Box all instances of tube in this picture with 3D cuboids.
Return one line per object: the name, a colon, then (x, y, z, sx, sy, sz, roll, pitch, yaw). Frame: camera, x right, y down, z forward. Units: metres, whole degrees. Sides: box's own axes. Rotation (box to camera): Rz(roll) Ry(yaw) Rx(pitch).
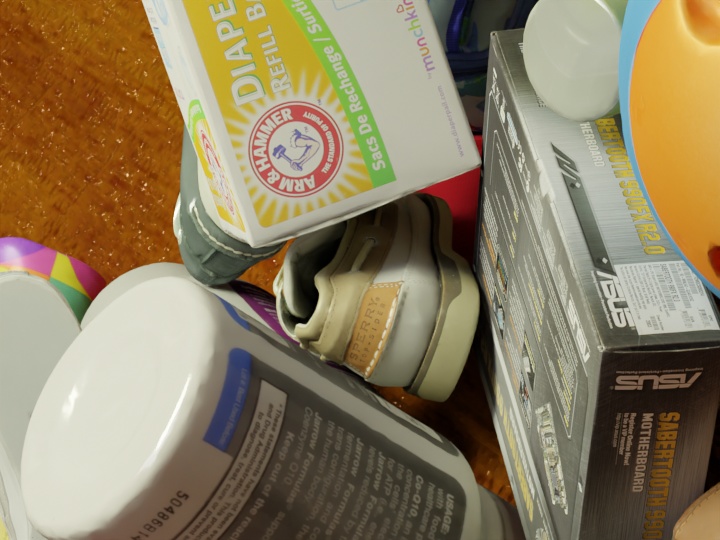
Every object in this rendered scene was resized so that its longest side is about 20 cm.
tube: (0.146, -0.099, 1.059, 0.058, 0.200, 0.052, 33, 124, 32)

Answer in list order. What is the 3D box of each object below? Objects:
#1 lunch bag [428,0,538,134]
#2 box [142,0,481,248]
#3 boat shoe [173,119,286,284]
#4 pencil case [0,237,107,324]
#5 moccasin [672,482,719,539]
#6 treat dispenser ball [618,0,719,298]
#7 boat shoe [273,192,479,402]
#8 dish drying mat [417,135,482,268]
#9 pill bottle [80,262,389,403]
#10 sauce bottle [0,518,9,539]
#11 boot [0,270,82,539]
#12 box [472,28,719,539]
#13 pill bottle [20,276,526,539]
lunch bag: (0.074, -0.165, 1.290, 0.161, 0.082, 0.200, 7, 69, 53)
box: (-0.036, -0.120, 1.133, 0.101, 0.200, 0.112, -20, 9, -7)
boat shoe: (-0.057, -0.080, 1.278, 0.062, 0.073, 0.200, 127, 153, -44)
pencil case: (-0.201, 0.078, 1.460, 0.088, 0.088, 0.200, -15, 52, 48)
moccasin: (0.166, 0.139, 0.897, 0.078, 0.074, 0.202, -46, 32, 26)
treat dispenser ball: (0.187, -0.066, 0.923, 0.201, 0.201, 0.201, -35, 38, 33)
boat shoe: (0.000, 0.000, 1.189, 0.200, 0.068, 0.075, -130, 57, -76)
dish drying mat: (0.039, -0.030, 1.276, 0.200, 0.018, 0.077, 4, 68, 56)
pill bottle: (-0.060, 0.068, 1.240, 0.112, 0.112, 0.200, -55, 31, 4)
sauce bottle: (-0.164, 0.165, 1.347, 0.066, 0.066, 0.200, -28, 43, 40)
boot: (-0.119, 0.100, 1.178, 0.096, 0.073, 0.200, 99, 154, -80)
box: (0.086, 0.026, 1.047, 0.200, 0.048, 0.159, -103, 12, -51)
pill bottle: (-0.025, 0.096, 1.080, 0.114, 0.200, 0.114, -35, 37, 32)
